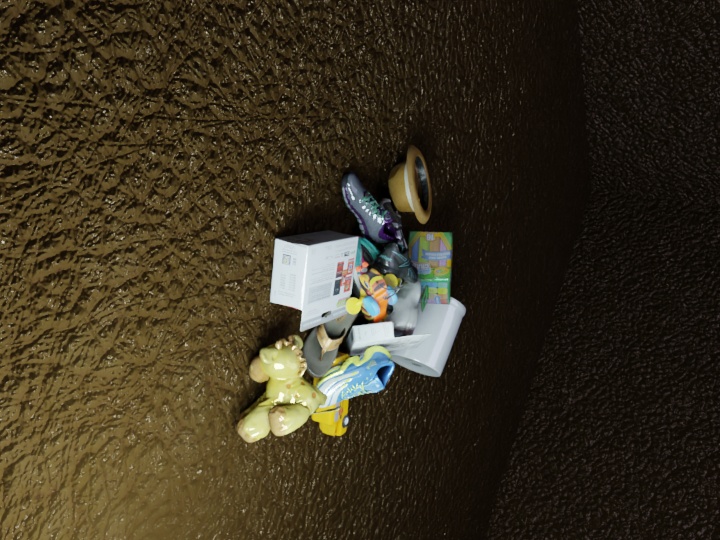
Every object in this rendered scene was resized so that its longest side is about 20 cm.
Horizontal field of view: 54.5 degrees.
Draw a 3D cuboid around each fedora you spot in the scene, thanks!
[{"bbox_3d":[0.121,-0.212,1.760,0.200,0.081,0.202,-8,90,-70],"label":"fedora"}]

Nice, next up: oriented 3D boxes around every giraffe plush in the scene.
[{"bbox_3d":[-0.155,0.216,1.350,0.173,0.199,0.163,-120,-168,-87],"label":"giraffe plush"}]

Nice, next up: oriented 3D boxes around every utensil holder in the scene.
[{"bbox_3d":[0.183,0.174,1.947,0.170,0.169,0.201,47,60,-57],"label":"utensil holder"}]

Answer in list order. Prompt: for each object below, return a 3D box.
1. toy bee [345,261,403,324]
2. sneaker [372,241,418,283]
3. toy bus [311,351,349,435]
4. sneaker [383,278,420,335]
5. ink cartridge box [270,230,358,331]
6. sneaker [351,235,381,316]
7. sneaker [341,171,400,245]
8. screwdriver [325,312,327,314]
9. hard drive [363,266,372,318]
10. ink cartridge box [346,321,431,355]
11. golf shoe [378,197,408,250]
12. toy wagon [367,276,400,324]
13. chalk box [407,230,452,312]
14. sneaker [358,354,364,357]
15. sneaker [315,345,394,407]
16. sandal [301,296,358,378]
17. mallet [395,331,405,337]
[{"bbox_3d":[0.033,0.036,1.515,0.131,0.109,0.200,-24,161,-42],"label":"toy bee"},{"bbox_3d":[0.097,-0.018,1.639,0.200,0.075,0.080,13,99,-67],"label":"sneaker"},{"bbox_3d":[-0.068,0.285,1.617,0.078,0.065,0.202,-17,114,-59],"label":"toy bus"},{"bbox_3d":[0.095,0.071,1.689,0.200,0.088,0.076,-79,-176,-57],"label":"sneaker"},{"bbox_3d":[-0.096,0.016,1.452,0.200,0.083,0.177,-14,114,-60],"label":"ink cartridge box"},{"bbox_3d":[0.000,0.000,1.637,0.121,0.083,0.201,-43,135,-35],"label":"sneaker"},{"bbox_3d":[0.028,-0.145,1.603,0.201,0.087,0.075,63,40,-36],"label":"sneaker"},{"bbox_3d":[-0.078,0.084,1.583,0.029,0.028,0.201,7,101,-33],"label":"screwdriver"},{"bbox_3d":[0.048,0.064,1.790,0.200,0.038,0.141,46,59,-56],"label":"hard drive"},{"bbox_3d":[0.060,0.155,1.623,0.200,0.172,0.044,110,-28,-74],"label":"ink cartridge box"},{"bbox_3d":[0.084,-0.102,1.759,0.095,0.077,0.200,-67,151,-23],"label":"golf shoe"},{"bbox_3d":[0.062,0.055,1.732,0.155,0.039,0.201,-46,138,-47],"label":"toy wagon"},{"bbox_3d":[0.181,0.011,1.855,0.125,0.123,0.201,81,13,-57],"label":"chalk box"},{"bbox_3d":[0.002,0.217,1.743,0.082,0.077,0.201,50,48,-31],"label":"sneaker"},{"bbox_3d":[-0.010,0.240,1.524,0.200,0.105,0.076,-37,114,-12],"label":"sneaker"},{"bbox_3d":[-0.061,0.140,1.537,0.200,0.082,0.055,-55,-173,-20],"label":"sandal"},{"bbox_3d":[0.051,0.221,1.810,0.200,0.041,0.066,-42,141,-27],"label":"mallet"}]
